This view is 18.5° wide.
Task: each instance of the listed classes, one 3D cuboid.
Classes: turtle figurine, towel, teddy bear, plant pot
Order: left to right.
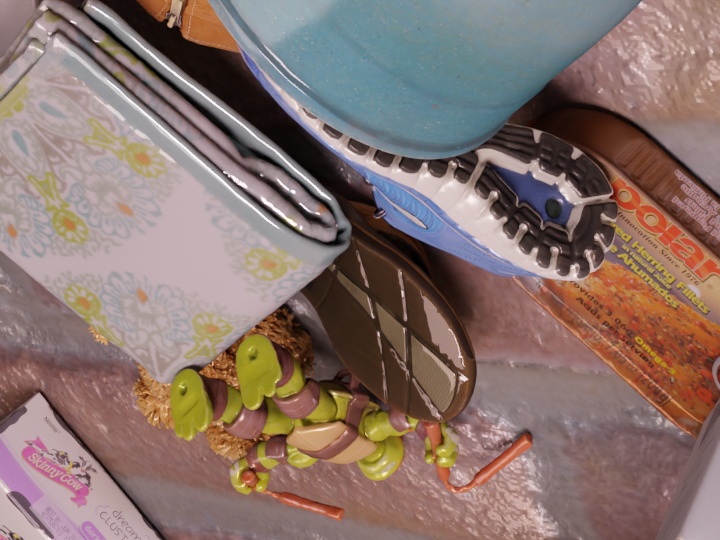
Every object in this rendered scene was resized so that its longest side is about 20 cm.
[{"bbox_3d":[-0.124,-0.041,1.172,0.200,0.048,0.171,41,137,-11],"label":"towel"},{"bbox_3d":[-0.098,0.041,1.314,0.145,0.067,0.200,38,144,10],"label":"teddy bear"},{"bbox_3d":[-0.016,0.084,1.241,0.200,0.065,0.161,-12,152,39],"label":"turtle figurine"},{"bbox_3d":[0.056,-0.173,0.859,0.188,0.200,0.200,-32,99,39],"label":"plant pot"}]

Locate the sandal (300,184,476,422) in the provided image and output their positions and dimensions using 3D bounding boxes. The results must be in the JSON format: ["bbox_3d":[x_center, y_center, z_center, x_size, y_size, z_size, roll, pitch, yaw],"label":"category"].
[{"bbox_3d":[0.000,0.000,1.190,0.200,0.055,0.082,41,133,34],"label":"sandal"}]

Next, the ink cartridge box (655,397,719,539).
[{"bbox_3d":[0.226,0.150,0.956,0.200,0.176,0.084,26,141,5],"label":"ink cartridge box"}]

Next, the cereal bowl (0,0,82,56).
[{"bbox_3d":[-0.222,-0.199,1.201,0.200,0.083,0.200,27,139,26],"label":"cereal bowl"}]

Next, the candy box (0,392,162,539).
[{"bbox_3d":[-0.238,0.197,1.599,0.168,0.072,0.200,50,145,-4],"label":"candy box"}]

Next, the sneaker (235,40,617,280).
[{"bbox_3d":[0.019,-0.055,1.009,0.200,0.079,0.089,38,154,-17],"label":"sneaker"}]

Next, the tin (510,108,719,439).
[{"bbox_3d":[0.144,0.004,1.056,0.200,0.042,0.112,43,148,6],"label":"tin"}]

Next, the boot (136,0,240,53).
[{"bbox_3d":[-0.039,-0.142,1.079,0.200,0.077,0.155,31,149,5],"label":"boot"}]
